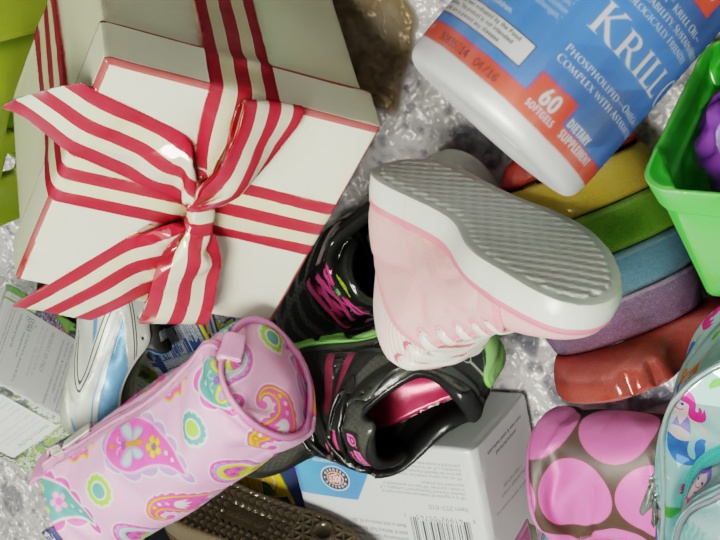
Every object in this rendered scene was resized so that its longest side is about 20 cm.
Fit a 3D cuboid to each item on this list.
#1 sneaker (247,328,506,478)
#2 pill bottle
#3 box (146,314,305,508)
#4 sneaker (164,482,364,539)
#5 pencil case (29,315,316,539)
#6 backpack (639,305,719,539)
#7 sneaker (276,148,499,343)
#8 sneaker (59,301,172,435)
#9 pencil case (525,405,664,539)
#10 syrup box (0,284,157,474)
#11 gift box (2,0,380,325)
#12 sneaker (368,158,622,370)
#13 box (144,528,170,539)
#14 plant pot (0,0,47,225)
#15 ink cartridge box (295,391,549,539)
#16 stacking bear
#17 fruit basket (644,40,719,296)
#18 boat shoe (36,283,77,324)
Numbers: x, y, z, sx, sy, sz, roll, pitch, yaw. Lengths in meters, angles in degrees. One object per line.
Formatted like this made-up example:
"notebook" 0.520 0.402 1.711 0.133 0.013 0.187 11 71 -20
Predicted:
"sneaker" -0.006 0.085 0.884 0.199 0.084 0.077 -25 120 28
"pill bottle" 0.128 -0.145 0.717 0.112 0.112 0.200 41 94 7
"box" -0.075 0.111 1.036 0.064 0.070 0.201 -17 104 38
"sneaker" -0.050 0.200 0.982 0.199 0.070 0.076 27 149 33
"pencil case" -0.117 0.105 0.887 0.199 0.087 0.088 -33 95 35
"backpack" 0.229 0.113 0.714 0.176 0.151 0.202 6 113 22
"sneaker" 0.000 0.000 0.924 0.074 0.087 0.200 51 128 -1
"sneaker" -0.160 0.017 0.973 0.072 0.072 0.202 4 96 -2
"pencil case" 0.202 0.135 0.873 0.199 0.091 0.095 2 83 31
"syrup box" -0.202 0.104 1.052 0.199 0.082 0.079 34 134 -27
"gift box" -0.119 -0.080 0.848 0.198 0.188 0.185 6 132 -23
"sneaker" 0.066 0.017 0.773 0.200 0.075 0.106 36 129 54
"box" -0.132 0.306 1.134 0.198 0.123 0.201 -25 101 38
"plant pot" -0.293 -0.152 0.964 0.199 0.199 0.182 33 119 13
"ink cartridge box" 0.049 0.187 0.990 0.144 0.085 0.202 1 112 32
"stacking bear" 0.127 -0.039 0.820 0.114 0.121 0.201 -16 96 62
"fruit basket" 0.251 -0.088 0.706 0.214 0.156 0.217 18 139 17
"boat shoe" -0.191 -0.022 1.041 0.072 0.068 0.201 31 125 14
